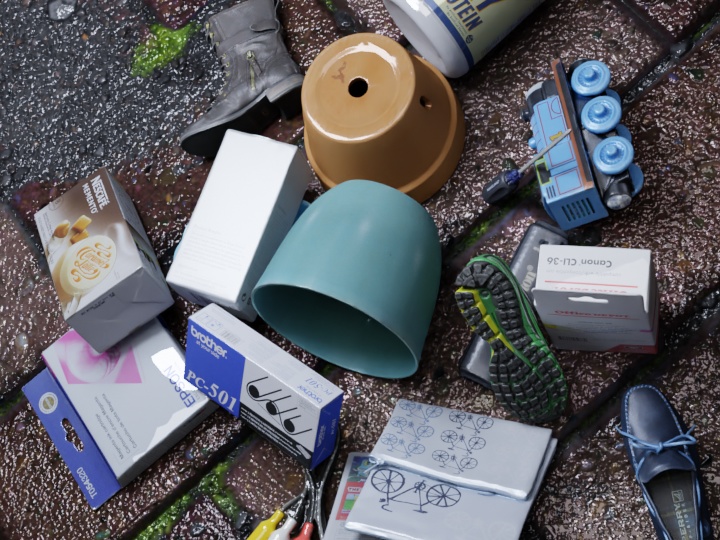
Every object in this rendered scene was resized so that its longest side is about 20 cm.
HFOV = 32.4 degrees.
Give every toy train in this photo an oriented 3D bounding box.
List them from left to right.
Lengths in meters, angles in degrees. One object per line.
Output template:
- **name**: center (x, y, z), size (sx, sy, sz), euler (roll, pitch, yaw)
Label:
- **toy train**: center (0.246, -0.148, 1.399), size (0.113, 0.087, 0.202), euler (-18, 59, 15)

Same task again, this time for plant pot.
- **plant pot**: center (0.000, 0.000, 1.376), size (0.198, 0.201, 0.162), euler (15, 65, 21)
- **plant pot**: center (0.015, -0.184, 1.459), size (0.197, 0.140, 0.203), euler (-5, 71, 15)

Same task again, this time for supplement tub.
- **supplement tub**: center (0.139, -0.345, 1.474), size (0.200, 0.145, 0.145), euler (-42, 65, -1)

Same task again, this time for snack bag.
- **snack bag**: center (0.093, 0.220, 1.302), size (0.186, 0.022, 0.201), euler (11, 40, 20)

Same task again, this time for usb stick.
- **usb stick**: center (0.173, 0.039, 1.391), size (0.055, 0.033, 0.202), euler (25, 79, 19)

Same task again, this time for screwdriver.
- **screwdriver**: center (0.182, -0.112, 1.365), size (0.028, 0.200, 0.029), euler (29, 70, -9)

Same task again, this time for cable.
- **cable**: center (-0.059, 0.258, 1.375), size (0.096, 0.050, 0.202), euler (18, 78, 24)

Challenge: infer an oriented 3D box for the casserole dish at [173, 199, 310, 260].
- **casserole dish**: center (-0.129, -0.018, 1.500), size (0.197, 0.039, 0.123), euler (-8, 69, 15)

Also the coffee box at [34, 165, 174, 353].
- **coffee box**: center (-0.312, -0.016, 1.501), size (0.114, 0.080, 0.201), euler (-32, 47, 4)

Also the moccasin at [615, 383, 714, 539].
- **moccasin**: center (0.320, 0.206, 1.268), size (0.080, 0.068, 0.202), euler (-22, 66, 8)

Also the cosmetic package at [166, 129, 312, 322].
- **cosmetic package**: center (-0.140, -0.054, 1.457), size (0.101, 0.074, 0.202), euler (17, 75, 21)

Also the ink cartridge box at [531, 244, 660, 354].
- **ink cartridge box**: center (0.246, 0.026, 1.281), size (0.115, 0.200, 0.068), euler (3, 72, 17)

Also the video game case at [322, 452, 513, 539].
- **video game case**: center (0.064, 0.264, 1.296), size (0.197, 0.023, 0.183), euler (0, 36, 16)

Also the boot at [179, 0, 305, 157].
- **boot**: center (-0.163, -0.252, 1.583), size (0.198, 0.069, 0.175), euler (-27, 63, -2)

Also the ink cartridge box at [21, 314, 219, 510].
- **ink cartridge box**: center (-0.298, 0.148, 1.493), size (0.199, 0.043, 0.197), euler (-39, 66, -1)

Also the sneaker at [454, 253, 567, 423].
- **sneaker**: center (0.171, 0.071, 1.330), size (0.077, 0.085, 0.202), euler (-18, 103, 24)

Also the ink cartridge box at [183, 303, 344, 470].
- **ink cartridge box**: center (-0.112, 0.128, 1.387), size (0.199, 0.095, 0.044), euler (31, 41, 26)
